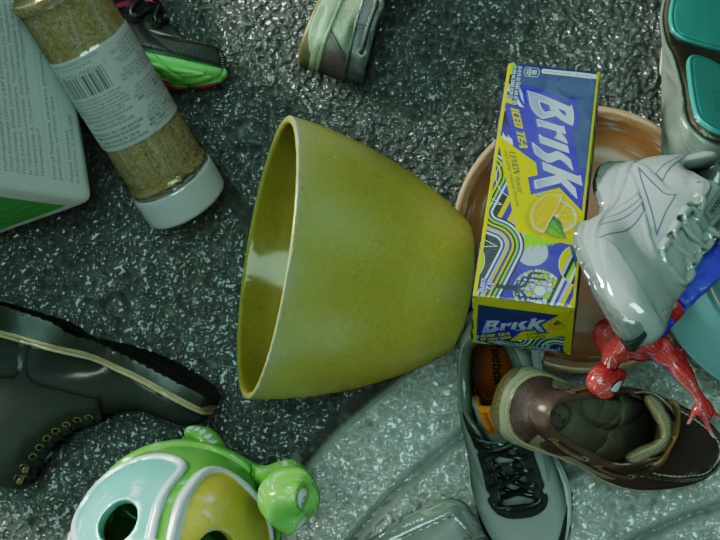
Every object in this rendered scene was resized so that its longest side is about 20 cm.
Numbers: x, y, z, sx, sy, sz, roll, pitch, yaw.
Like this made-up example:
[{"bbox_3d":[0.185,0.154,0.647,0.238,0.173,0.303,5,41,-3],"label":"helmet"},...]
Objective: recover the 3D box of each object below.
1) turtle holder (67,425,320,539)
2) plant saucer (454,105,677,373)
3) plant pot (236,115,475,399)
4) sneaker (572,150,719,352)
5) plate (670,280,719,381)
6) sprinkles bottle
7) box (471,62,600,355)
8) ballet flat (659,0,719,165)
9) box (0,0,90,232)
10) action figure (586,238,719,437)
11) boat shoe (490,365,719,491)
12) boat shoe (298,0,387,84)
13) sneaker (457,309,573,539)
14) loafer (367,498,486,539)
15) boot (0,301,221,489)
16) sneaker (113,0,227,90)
[{"bbox_3d":[-0.116,0.196,0.962,0.184,0.132,0.142,1,103,8],"label":"turtle holder"},{"bbox_3d":[0.168,-0.022,1.033,0.199,0.037,0.201,-1,81,7],"label":"plant saucer"},{"bbox_3d":[0.000,0.000,0.986,0.141,0.200,0.201,8,81,-13],"label":"plant pot"},{"bbox_3d":[0.190,-0.025,0.883,0.087,0.200,0.075,-20,118,27],"label":"sneaker"},{"bbox_3d":[0.307,-0.007,0.995,0.199,0.026,0.201,1,82,-7],"label":"plate"},{"bbox_3d":[-0.176,-0.128,1.022,0.068,0.068,0.200,-28,117,1],"label":"sprinkles bottle"},{"bbox_3d":[0.123,-0.046,0.955,0.070,0.064,0.201,7,57,7],"label":"box"},{"bbox_3d":[0.244,-0.146,1.020,0.067,0.064,0.201,18,50,-9],"label":"ballet flat"},{"bbox_3d":[-0.336,-0.125,1.012,0.198,0.171,0.201,-16,78,28],"label":"box"},{"bbox_3d":[0.230,0.030,0.930,0.200,0.065,0.099,-43,106,-20],"label":"action figure"},{"bbox_3d":[0.185,0.113,0.944,0.199,0.072,0.073,21,83,-30],"label":"boat shoe"},{"bbox_3d":[0.019,-0.237,1.073,0.066,0.072,0.202,26,85,0],"label":"boat shoe"},{"bbox_3d":[0.101,0.123,0.981,0.074,0.079,0.201,-9,96,19],"label":"sneaker"},{"bbox_3d":[0.001,0.235,0.994,0.199,0.070,0.070,-28,72,2],"label":"loafer"},{"bbox_3d":[-0.214,0.117,1.045,0.199,0.077,0.139,18,89,21],"label":"boot"},{"bbox_3d":[-0.189,-0.206,1.087,0.199,0.077,0.084,29,89,9],"label":"sneaker"}]
